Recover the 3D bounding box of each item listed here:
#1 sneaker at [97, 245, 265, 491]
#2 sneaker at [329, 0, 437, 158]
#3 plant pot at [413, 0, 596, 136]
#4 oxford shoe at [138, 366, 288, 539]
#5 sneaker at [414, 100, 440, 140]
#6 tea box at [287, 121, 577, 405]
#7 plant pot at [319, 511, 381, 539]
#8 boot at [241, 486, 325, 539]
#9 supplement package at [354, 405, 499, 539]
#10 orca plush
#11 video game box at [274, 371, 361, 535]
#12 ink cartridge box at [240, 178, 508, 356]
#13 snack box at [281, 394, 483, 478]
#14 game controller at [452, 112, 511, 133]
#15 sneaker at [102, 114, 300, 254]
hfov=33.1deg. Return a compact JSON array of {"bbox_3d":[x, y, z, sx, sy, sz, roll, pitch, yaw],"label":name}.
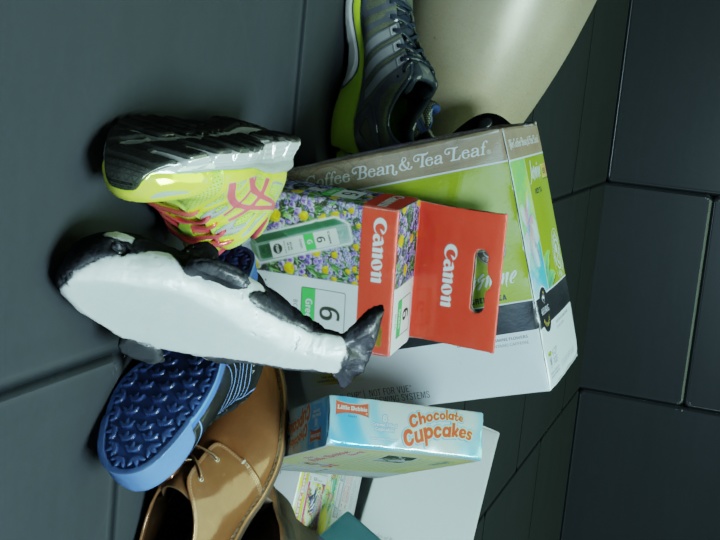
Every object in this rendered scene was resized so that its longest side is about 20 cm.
[{"bbox_3d":[-0.104,0.075,0.800,0.201,0.070,0.078,-65,150,-43],"label":"sneaker"},{"bbox_3d":[0.032,-0.185,1.050,0.074,0.080,0.202,0,98,-50],"label":"sneaker"},{"bbox_3d":[0.114,-0.205,1.203,0.187,0.186,0.202,-20,130,-70],"label":"plant pot"},{"bbox_3d":[-0.103,0.139,0.840,0.071,0.071,0.201,54,47,-55],"label":"oxford shoe"},{"bbox_3d":[0.044,-0.088,1.163,0.201,0.078,0.076,80,26,-44],"label":"sneaker"},{"bbox_3d":[0.050,-0.002,0.957,0.134,0.198,0.199,-26,106,-69],"label":"tea box"},{"bbox_3d":[0.012,0.333,0.978,0.141,0.199,0.142,-31,146,-49],"label":"plant pot"},{"bbox_3d":[-0.049,0.227,0.867,0.075,0.097,0.200,-45,-156,14],"label":"boot"},{"bbox_3d":[0.051,0.251,1.229,0.117,0.116,0.201,114,-5,-63],"label":"supplement package"},{"bbox_3d":[-0.081,0.006,0.725,0.105,0.198,0.072,118,-26,-49],"label":"orca plush"},{"bbox_3d":[-0.041,0.178,1.078,0.182,0.046,0.202,51,49,-69],"label":"video game box"},{"bbox_3d":[0.000,0.000,0.873,0.050,0.198,0.110,-31,128,-65],"label":"ink cartridge box"},{"bbox_3d":[-0.004,0.127,0.901,0.200,0.115,0.037,149,-54,-65],"label":"snack box"},{"bbox_3d":[0.068,-0.057,1.081,0.200,0.104,0.042,-40,130,-1],"label":"game controller"},{"bbox_3d":[-0.097,-0.047,0.763,0.200,0.078,0.091,-13,120,-67],"label":"sneaker"}]
